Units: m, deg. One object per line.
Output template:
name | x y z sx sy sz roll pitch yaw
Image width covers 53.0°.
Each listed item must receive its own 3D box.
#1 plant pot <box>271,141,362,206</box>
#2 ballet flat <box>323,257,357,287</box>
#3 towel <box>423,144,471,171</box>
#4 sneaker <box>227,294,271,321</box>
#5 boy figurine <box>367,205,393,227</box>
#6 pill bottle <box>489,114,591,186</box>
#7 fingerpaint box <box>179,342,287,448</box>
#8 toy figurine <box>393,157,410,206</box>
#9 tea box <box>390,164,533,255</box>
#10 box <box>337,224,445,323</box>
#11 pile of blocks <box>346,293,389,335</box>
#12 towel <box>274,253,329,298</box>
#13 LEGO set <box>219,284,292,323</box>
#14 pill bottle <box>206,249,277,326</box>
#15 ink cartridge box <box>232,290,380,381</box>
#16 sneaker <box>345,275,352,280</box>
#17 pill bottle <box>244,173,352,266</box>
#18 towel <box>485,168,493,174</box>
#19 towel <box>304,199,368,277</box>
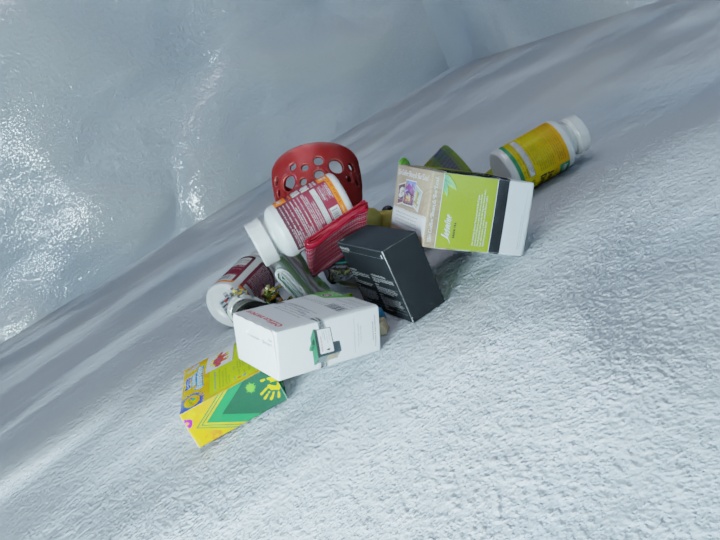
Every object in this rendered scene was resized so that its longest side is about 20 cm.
plant pot | -0.087 -0.149 1.575 0.198 0.184 0.201 -9 -24 -4
ballet flat | 0.000 0.000 1.500 0.199 0.072 0.072 -8 26 45
towel | 0.207 -0.206 1.654 0.023 0.144 0.200 -37 9 37
sneaker | -0.140 0.100 1.281 0.087 0.198 0.074 -127 57 -75
boy figurine | 0.042 -0.120 1.696 0.124 0.065 0.200 -18 0 28
pill bottle | 0.389 -0.252 1.556 0.199 0.113 0.113 -29 18 -6
fingerpaint box | -0.222 0.200 1.258 0.166 0.074 0.200 -28 17 -5
toy figurine | 0.179 -0.148 1.507 0.182 0.202 0.150 -5 -5 23
tea box | 0.178 -0.115 1.320 0.195 0.135 0.200 5 10 -15
box | 0.051 0.000 1.303 0.079 0.142 0.200 -33 19 -17
pile of blocks | -0.007 0.071 1.321 0.082 0.063 0.199 -35 20 -23
towel | -0.112 0.022 1.468 0.031 0.150 0.200 -36 16 11
LEGO set | -0.207 0.064 1.511 0.153 0.116 0.200 -37 15 -16
pill bottle | -0.271 0.036 1.719 0.113 0.115 0.200 -17 20 30
ink cartridge box | -0.089 0.101 1.184 0.199 0.085 0.146 -13 16 -34
sneaker | 0.010 -0.029 1.558 0.112 0.072 0.200 -29 10 -18
pill bottle | -0.117 -0.096 1.400 0.199 0.110 0.110 -30 18 -7
towel | 0.319 -0.207 1.641 0.200 0.018 0.086 -37 44 -26
towel | -0.043 -0.056 1.404 0.144 0.023 0.200 -34 -15 -10
